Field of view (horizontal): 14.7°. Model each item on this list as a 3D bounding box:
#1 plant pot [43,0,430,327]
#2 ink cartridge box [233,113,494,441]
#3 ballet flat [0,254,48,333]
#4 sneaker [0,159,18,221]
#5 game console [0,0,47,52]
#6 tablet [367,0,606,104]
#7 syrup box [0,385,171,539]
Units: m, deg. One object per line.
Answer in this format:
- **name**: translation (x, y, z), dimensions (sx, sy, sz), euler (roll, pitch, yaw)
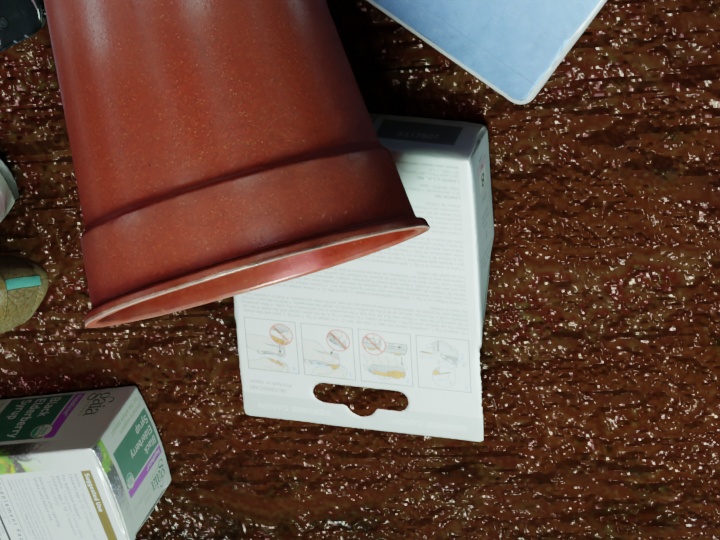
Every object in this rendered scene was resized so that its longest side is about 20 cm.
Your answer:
- **plant pot**: translation (-0.082, -0.089, 1.556), dimensions (0.200, 0.200, 0.196), euler (-17, 86, 28)
- **ink cartridge box**: translation (0.000, 0.000, 1.695), dimensions (0.162, 0.057, 0.201), euler (6, 126, 17)
- **ballet flat**: translation (-0.244, 0.018, 1.768), dimensions (0.200, 0.072, 0.068), euler (-19, 86, 65)
- **sneaker**: translation (-0.316, -0.024, 1.769), dimensions (0.199, 0.089, 0.077), euler (-19, 113, 29)
- **game console**: translation (-0.308, -0.157, 1.575), dimensions (0.199, 0.116, 0.176), euler (-21, 110, 37)
- **tablet**: translation (0.045, -0.192, 1.577), dimensions (0.200, 0.014, 0.130), euler (34, 126, -4)
- **syrup box**: translation (-0.234, 0.136, 1.845), dimensions (0.199, 0.079, 0.082), euler (-8, 117, 24)
